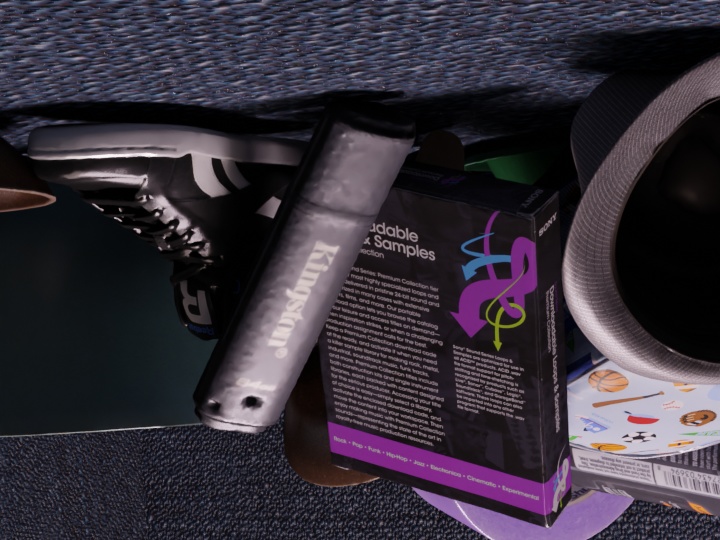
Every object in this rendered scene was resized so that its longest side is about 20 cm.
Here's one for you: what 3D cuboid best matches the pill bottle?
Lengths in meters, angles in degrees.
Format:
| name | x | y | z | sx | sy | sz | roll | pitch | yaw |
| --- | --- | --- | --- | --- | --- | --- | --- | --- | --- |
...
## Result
| name | x | y | z | sx | sy | sz | roll | pitch | yaw |
| --- | --- | --- | --- | --- | --- | --- | --- | --- | --- |
| pill bottle | 0.190 | 0.095 | 1.247 | 0.199 | 0.107 | 0.106 | 9 | -175 | 36 |

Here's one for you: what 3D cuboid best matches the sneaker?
| name | x | y | z | sx | sy | sz | roll | pitch | yaw |
| --- | --- | --- | --- | --- | --- | --- | --- | --- | --- |
| sneaker | -0.093 | -0.018 | 1.022 | 0.073 | 0.113 | 0.200 | 4 | -178 | 37 |

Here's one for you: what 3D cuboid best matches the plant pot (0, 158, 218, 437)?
| name | x | y | z | sx | sy | sz | roll | pitch | yaw |
| --- | --- | --- | --- | --- | --- | --- | --- | --- | --- |
| plant pot | -0.160 | 0.015 | 1.176 | 0.199 | 0.162 | 0.201 | -3 | 177 | 0 |

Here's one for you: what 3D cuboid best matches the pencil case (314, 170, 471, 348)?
| name | x | y | z | sx | sy | sz | roll | pitch | yaw |
| --- | --- | --- | --- | --- | --- | --- | --- | --- | --- |
| pencil case | 0.000 | 0.000 | 1.302 | 0.199 | 0.078 | 0.089 | -27 | 175 | 18 |

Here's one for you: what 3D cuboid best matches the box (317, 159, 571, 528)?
| name | x | y | z | sx | sy | sz | roll | pitch | yaw |
| --- | --- | --- | --- | --- | --- | --- | --- | --- | --- |
| box | 0.043 | 0.036 | 1.059 | 0.142 | 0.201 | 0.036 | 14 | -142 | 28 |

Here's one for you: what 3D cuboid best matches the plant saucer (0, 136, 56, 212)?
| name | x | y | z | sx | sy | sz | roll | pitch | yaw |
| --- | --- | --- | --- | --- | --- | --- | --- | --- | --- |
| plant saucer | -0.254 | -0.051 | 0.982 | 0.199 | 0.037 | 0.200 | -2 | 178 | 0 |

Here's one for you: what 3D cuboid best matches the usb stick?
| name | x | y | z | sx | sy | sz | roll | pitch | yaw |
| --- | --- | --- | --- | --- | --- | --- | --- | --- | --- |
| usb stick | -0.031 | 0.000 | 1.011 | 0.055 | 0.201 | 0.033 | 6 | -148 | -37 |

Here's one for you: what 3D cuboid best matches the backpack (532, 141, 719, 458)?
| name | x | y | z | sx | sy | sz | roll | pitch | yaw |
| --- | --- | --- | --- | --- | --- | --- | --- | --- | --- |
| backpack | 0.159 | 0.025 | 1.121 | 0.199 | 0.155 | 0.190 | 23 | 154 | -27 |

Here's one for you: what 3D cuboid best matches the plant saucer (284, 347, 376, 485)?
| name | x | y | z | sx | sy | sz | roll | pitch | yaw |
| --- | --- | --- | --- | --- | --- | --- | --- | --- | --- |
| plant saucer | 0.022 | 0.060 | 1.328 | 0.200 | 0.037 | 0.201 | -29 | -152 | 17 |

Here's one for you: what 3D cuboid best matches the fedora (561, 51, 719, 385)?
| name | x | y | z | sx | sy | sz | roll | pitch | yaw |
| --- | --- | --- | --- | --- | --- | --- | --- | --- | --- |
| fedora | 0.163 | -0.039 | 0.922 | 0.199 | 0.177 | 0.090 | 22 | -163 | -34 |

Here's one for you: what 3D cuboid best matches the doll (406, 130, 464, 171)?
| name | x | y | z | sx | sy | sz | roll | pitch | yaw |
| --- | --- | --- | --- | --- | --- | --- | --- | --- | --- |
| doll | 0.002 | -0.052 | 1.168 | 0.136 | 0.049 | 0.200 | 6 | 174 | -9 |

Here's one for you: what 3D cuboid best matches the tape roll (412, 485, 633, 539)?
| name | x | y | z | sx | sy | sz | roll | pitch | yaw |
| --- | --- | --- | --- | --- | --- | --- | --- | --- | --- |
| tape roll | 0.123 | 0.097 | 1.420 | 0.199 | 0.201 | 0.085 | -2 | -168 | -28 |

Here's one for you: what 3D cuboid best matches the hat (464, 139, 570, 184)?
| name | x | y | z | sx | sy | sz | roll | pitch | yaw |
| --- | --- | --- | --- | --- | --- | --- | --- | --- | --- |
| hat | 0.168 | 0.008 | 1.238 | 0.199 | 0.177 | 0.166 | -5 | 179 | 21 |
